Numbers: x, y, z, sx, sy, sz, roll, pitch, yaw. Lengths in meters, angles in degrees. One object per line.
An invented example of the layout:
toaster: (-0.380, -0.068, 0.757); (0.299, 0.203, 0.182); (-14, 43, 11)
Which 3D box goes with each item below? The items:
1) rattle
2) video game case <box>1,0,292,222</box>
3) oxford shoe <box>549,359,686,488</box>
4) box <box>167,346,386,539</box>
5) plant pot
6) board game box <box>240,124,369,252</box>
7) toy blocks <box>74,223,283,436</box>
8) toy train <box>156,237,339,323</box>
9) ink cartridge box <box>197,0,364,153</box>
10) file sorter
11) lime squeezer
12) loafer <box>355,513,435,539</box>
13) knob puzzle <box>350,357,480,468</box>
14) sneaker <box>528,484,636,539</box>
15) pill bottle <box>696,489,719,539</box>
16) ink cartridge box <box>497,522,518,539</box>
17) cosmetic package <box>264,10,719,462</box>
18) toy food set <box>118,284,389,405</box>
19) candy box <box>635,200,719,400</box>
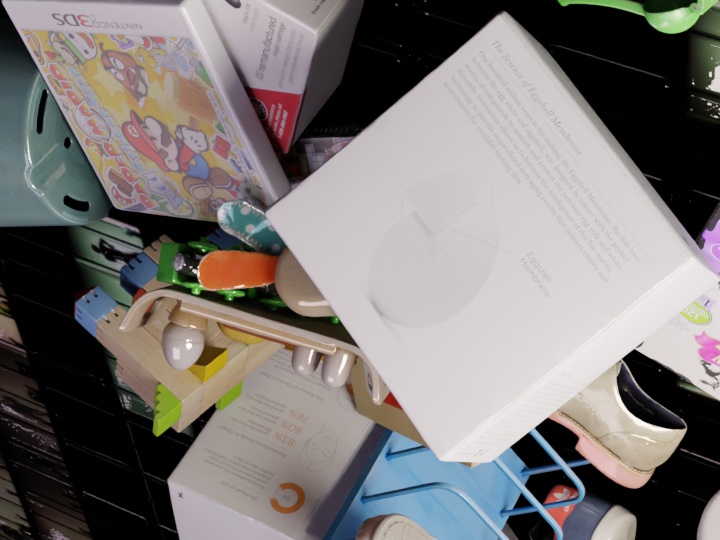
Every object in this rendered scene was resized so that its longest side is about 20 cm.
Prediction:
rattle: (0.000, 0.000, 1.455); (0.199, 0.131, 0.143); (-14, 173, 12)
video game case: (-0.148, -0.116, 1.458); (0.181, 0.023, 0.201); (8, 137, 38)
oxford shoe: (0.164, 0.077, 1.568); (0.200, 0.071, 0.074); (38, 123, -5)
box: (-0.056, 0.151, 1.719); (0.124, 0.200, 0.098); (22, 146, 19)
plant pot: (-0.287, -0.116, 1.597); (0.195, 0.201, 0.201); (5, 138, 30)
board game box: (0.001, -0.057, 1.488); (0.198, 0.024, 0.105); (-1, 125, 18)
toy blocks: (-0.141, 0.033, 1.677); (0.137, 0.200, 0.100); (41, 150, 18)
toy train: (-0.065, 0.010, 1.528); (0.199, 0.042, 0.056); (13, 174, -39)
ink cartridge box: (-0.105, -0.196, 1.419); (0.199, 0.084, 0.145); (31, 148, 8)
file sorter: (0.090, 0.184, 1.635); (0.122, 0.200, 0.139); (-18, 122, 47)
lime squeezer: (0.192, -0.186, 1.221); (0.200, 0.038, 0.071); (-39, 73, 58)
loafer: (0.041, 0.257, 1.536); (0.063, 0.072, 0.200); (1, 136, 42)
knob puzzle: (0.038, 0.034, 1.585); (0.220, 0.030, 0.221); (41, 139, 47)
sneaker: (0.186, 0.253, 1.763); (0.084, 0.075, 0.201); (28, 142, 23)
pill bottle: (0.314, 0.259, 1.605); (0.114, 0.115, 0.201); (22, 145, 19)
ink cartridge box: (0.084, 0.312, 1.746); (0.200, 0.175, 0.045); (-127, 13, -62)
cosmetic package: (0.086, -0.017, 1.295); (0.200, 0.200, 0.123); (54, -167, 16)
toy food set: (-0.073, 0.059, 1.535); (0.199, 0.061, 0.143); (17, -176, 5)
candy box: (0.294, 0.023, 1.354); (0.167, 0.072, 0.200); (31, 147, 7)
